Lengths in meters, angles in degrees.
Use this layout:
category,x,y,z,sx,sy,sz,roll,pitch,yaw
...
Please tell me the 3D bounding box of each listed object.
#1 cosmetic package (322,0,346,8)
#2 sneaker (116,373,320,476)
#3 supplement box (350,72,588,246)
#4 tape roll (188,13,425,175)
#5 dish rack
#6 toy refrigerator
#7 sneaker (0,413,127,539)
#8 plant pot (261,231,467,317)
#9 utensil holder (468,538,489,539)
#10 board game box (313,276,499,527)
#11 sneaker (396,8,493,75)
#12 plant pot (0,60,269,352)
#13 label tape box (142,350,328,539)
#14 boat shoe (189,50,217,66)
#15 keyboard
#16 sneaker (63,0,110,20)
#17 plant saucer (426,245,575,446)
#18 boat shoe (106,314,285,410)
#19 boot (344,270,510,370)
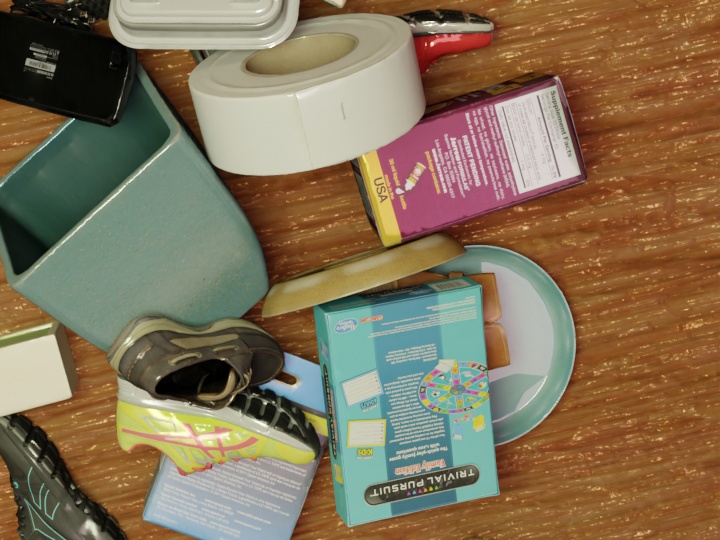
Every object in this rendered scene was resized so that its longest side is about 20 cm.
category,x,y,z,sx,sy,sz,roll,pitch,yaw
cosmetic package,-0.004,-0.345,1.463,0.072,0.104,0.202,28,97,-9
sneaker,-0.135,0.151,1.488,0.197,0.078,0.091,16,105,0
supplement box,0.094,-0.106,1.496,0.198,0.131,0.105,-18,99,-3
tape roll,-0.045,-0.154,1.384,0.200,0.203,0.072,-14,115,-3
dish rack,-0.134,-0.293,1.398,0.169,0.044,0.203,1,71,10
toy refrigerator,-0.373,0.104,1.517,0.197,0.076,0.071,-15,100,-2
sneaker,-0.305,0.224,1.543,0.079,0.075,0.201,-35,100,4
plant pot,0.000,0.000,1.471,0.198,0.200,0.028,-17,93,-2
utensil holder,0.136,0.386,1.562,0.168,0.170,0.202,20,96,-8
board game box,0.043,0.119,1.473,0.149,0.047,0.203,-9,104,-15
sneaker,0.032,-0.192,1.513,0.197,0.077,0.086,-13,106,8
plant pot,-0.193,-0.029,1.455,0.196,0.196,0.200,-42,122,3
label tape box,-0.111,0.165,1.555,0.143,0.063,0.202,21,96,-7
boat shoe,-0.118,-0.186,1.484,0.066,0.057,0.201,-27,114,8
keyboard,-0.276,-0.195,1.458,0.198,0.040,0.105,17,92,27
sneaker,-0.193,-0.310,1.479,0.199,0.070,0.091,-29,72,8
plant saucer,0.112,0.074,1.580,0.197,0.027,0.203,-1,99,-4
boat shoe,-0.136,0.091,1.416,0.073,0.199,0.075,50,118,30
boot,0.067,0.099,1.538,0.153,0.077,0.203,-7,93,-8
